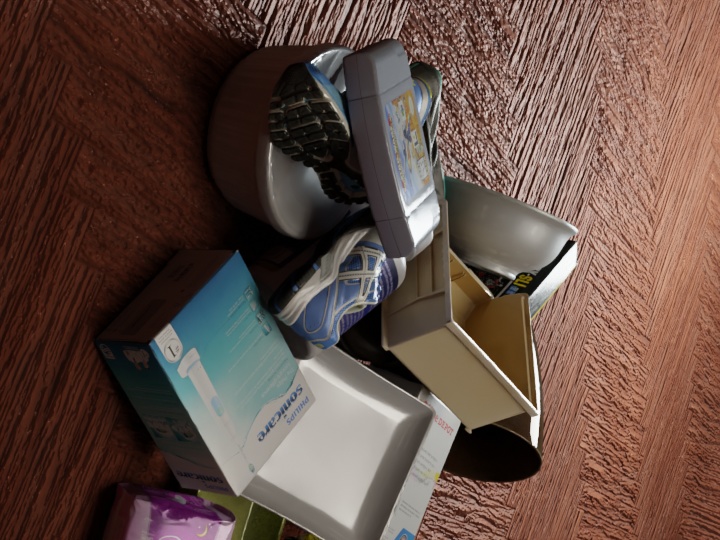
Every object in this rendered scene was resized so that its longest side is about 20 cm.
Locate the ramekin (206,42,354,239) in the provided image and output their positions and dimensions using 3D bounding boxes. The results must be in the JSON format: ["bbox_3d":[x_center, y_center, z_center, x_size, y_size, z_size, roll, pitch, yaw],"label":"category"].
[{"bbox_3d":[-0.073,-0.139,1.517,0.202,0.094,0.203,-37,135,-48],"label":"ramekin"}]

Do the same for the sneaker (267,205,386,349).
[{"bbox_3d":[-0.009,-0.002,1.507,0.077,0.076,0.200,48,63,-10],"label":"sneaker"}]

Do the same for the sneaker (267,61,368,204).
[{"bbox_3d":[-0.030,-0.145,1.441,0.200,0.078,0.090,54,37,-56],"label":"sneaker"}]

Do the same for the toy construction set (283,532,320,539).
[{"bbox_3d":[-0.069,0.378,1.728,0.092,0.200,0.131,1,64,-51],"label":"toy construction set"}]

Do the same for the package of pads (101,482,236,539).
[{"bbox_3d":[-0.209,0.323,1.490,0.120,0.076,0.201,17,89,-27],"label":"package of pads"}]

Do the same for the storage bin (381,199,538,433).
[{"bbox_3d":[0.115,0.052,1.728,0.200,0.094,0.199,45,33,-39],"label":"storage bin"}]

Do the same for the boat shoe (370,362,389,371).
[{"bbox_3d":[0.052,0.043,1.848,0.068,0.073,0.200,40,68,-60],"label":"boat shoe"}]

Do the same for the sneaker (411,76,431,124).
[{"bbox_3d":[0.013,-0.137,1.698,0.082,0.074,0.201,20,85,-53],"label":"sneaker"}]

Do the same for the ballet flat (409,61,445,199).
[{"bbox_3d":[0.060,-0.149,1.784,0.068,0.068,0.201,-17,109,-46],"label":"ballet flat"}]

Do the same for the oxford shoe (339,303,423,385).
[{"bbox_3d":[0.050,0.091,1.761,0.200,0.084,0.073,31,81,-38],"label":"oxford shoe"}]

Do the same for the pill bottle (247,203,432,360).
[{"bbox_3d":[-0.021,-0.007,1.604,0.200,0.120,0.120,-38,138,-24],"label":"pill bottle"}]

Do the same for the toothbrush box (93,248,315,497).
[{"bbox_3d":[-0.149,0.100,1.466,0.146,0.085,0.200,-51,127,-36],"label":"toothbrush box"}]

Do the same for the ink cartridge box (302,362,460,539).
[{"bbox_3d":[0.004,0.228,1.786,0.200,0.144,0.147,-66,151,-14],"label":"ink cartridge box"}]

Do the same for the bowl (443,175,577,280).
[{"bbox_3d":[0.166,-0.046,1.877,0.201,0.201,0.091,21,90,-61],"label":"bowl"}]

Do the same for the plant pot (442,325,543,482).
[{"bbox_3d":[0.175,0.160,2.048,0.187,0.186,0.200,63,35,-51],"label":"plant pot"}]

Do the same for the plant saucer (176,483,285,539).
[{"bbox_3d":[-0.143,0.243,1.637,0.200,0.048,0.201,19,87,-61],"label":"plant saucer"}]

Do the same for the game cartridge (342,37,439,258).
[{"bbox_3d":[0.031,-0.119,1.442,0.133,0.041,0.201,-52,131,-71],"label":"game cartridge"}]

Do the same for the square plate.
[{"bbox_3d":[-0.032,0.195,1.640,0.200,0.028,0.199,34,68,-21],"label":"square plate"}]

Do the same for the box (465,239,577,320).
[{"bbox_3d":[0.171,0.009,1.951,0.200,0.159,0.049,-45,143,-43],"label":"box"}]
